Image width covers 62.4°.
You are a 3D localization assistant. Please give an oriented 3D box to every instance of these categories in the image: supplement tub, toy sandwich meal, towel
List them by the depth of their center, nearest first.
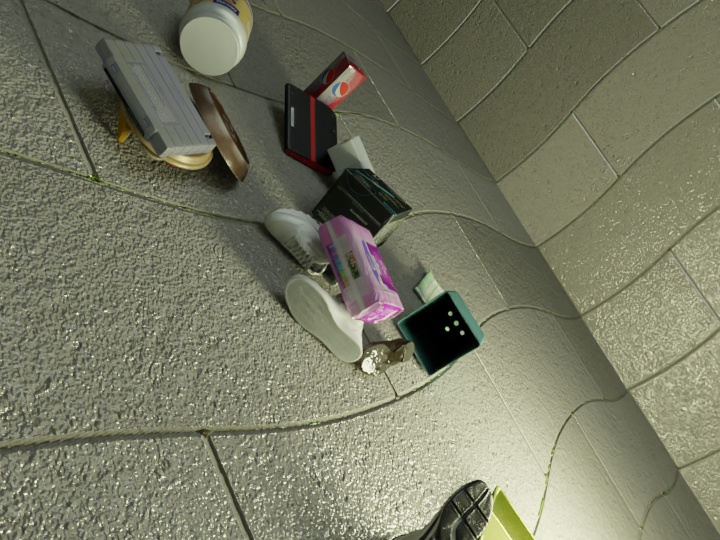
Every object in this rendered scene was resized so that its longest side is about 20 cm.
[{"bbox_3d":[-0.341,-0.250,1.028,0.205,0.070,0.206,39,34,-33],"label":"toy sandwich meal"},{"bbox_3d":[-0.317,-0.529,1.308,0.145,0.145,0.201,38,30,-30],"label":"supplement tub"},{"bbox_3d":[0.225,0.100,1.600,0.200,0.023,0.153,53,27,-4],"label":"towel"}]

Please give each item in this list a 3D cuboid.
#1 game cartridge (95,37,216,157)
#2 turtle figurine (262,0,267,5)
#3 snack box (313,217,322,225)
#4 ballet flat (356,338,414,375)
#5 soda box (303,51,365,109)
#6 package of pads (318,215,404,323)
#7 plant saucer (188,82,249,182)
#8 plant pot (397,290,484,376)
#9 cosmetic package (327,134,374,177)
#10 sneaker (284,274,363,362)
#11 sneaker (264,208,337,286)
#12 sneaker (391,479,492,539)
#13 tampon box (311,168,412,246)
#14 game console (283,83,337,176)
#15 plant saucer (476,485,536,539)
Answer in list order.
[{"bbox_3d":[-0.330,-0.278,0.964,0.201,0.038,0.129,60,32,1],"label":"game cartridge"},{"bbox_3d":[-0.353,-0.758,1.580,0.200,0.101,0.150,39,11,4],"label":"turtle figurine"},{"bbox_3d":[-0.030,-0.058,1.359,0.199,0.024,0.072,23,37,-46],"label":"snack box"},{"bbox_3d":[0.044,0.166,1.194,0.046,0.068,0.199,16,11,31],"label":"ballet flat"},{"bbox_3d":[-0.085,-0.476,1.570,0.070,0.200,0.064,20,40,-48],"label":"soda box"},{"bbox_3d":[0.000,0.000,1.141,0.120,0.075,0.201,19,43,-59],"label":"package of pads"},{"bbox_3d":[-0.258,-0.263,1.115,0.201,0.032,0.200,64,0,-1],"label":"plant saucer"},{"bbox_3d":[0.204,0.135,1.402,0.142,0.141,0.200,58,19,9],"label":"plant pot"},{"bbox_3d":[-0.004,-0.230,1.495,0.201,0.074,0.102,65,18,-11],"label":"cosmetic package"},{"bbox_3d":[-0.064,0.067,1.109,0.200,0.073,0.116,53,22,-23],"label":"sneaker"},{"bbox_3d":[-0.107,-0.046,1.169,0.200,0.076,0.081,34,41,-33],"label":"sneaker"},{"bbox_3d":[0.111,0.396,0.915,0.200,0.115,0.076,-38,97,-31],"label":"sneaker"},{"bbox_3d":[0.009,-0.136,1.352,0.150,0.126,0.200,44,18,6],"label":"tampon box"},{"bbox_3d":[-0.125,-0.350,1.494,0.176,0.031,0.202,19,60,-44],"label":"game console"},{"bbox_3d":[0.281,0.548,1.124,0.200,0.048,0.200,56,25,3],"label":"plant saucer"}]
